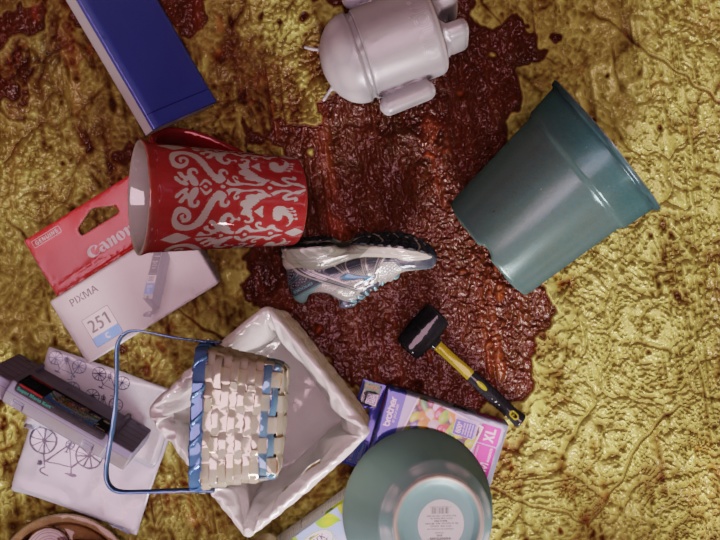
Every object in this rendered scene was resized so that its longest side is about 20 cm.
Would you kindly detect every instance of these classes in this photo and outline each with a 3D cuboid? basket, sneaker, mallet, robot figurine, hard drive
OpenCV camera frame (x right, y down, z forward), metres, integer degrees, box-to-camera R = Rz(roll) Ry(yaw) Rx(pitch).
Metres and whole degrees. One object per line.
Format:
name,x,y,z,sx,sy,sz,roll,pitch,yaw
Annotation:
basket,-0.116,0.176,1.422,0.198,0.161,0.201,-40,88,2
sneaker,0.000,0.000,1.474,0.196,0.078,0.088,-2,106,6
basket,-0.179,0.162,1.277,0.196,0.139,0.180,6,87,-4
mallet,0.142,0.122,1.499,0.199,0.041,0.066,35,90,-8
robot figurine,0.033,-0.277,1.426,0.197,0.113,0.172,-21,74,0
hard drive,-0.269,-0.274,1.416,0.025,0.132,0.202,-27,96,36

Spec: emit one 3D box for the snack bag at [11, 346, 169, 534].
snack bag,-0.345,0.222,1.499,0.186,0.021,0.203,20,93,-3

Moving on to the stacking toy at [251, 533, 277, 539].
stacking toy,-0.078,0.423,1.429,0.085,0.085,0.201,-39,99,2

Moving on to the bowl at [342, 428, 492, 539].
bowl,0.082,0.300,1.417,0.197,0.105,0.205,1,87,-11

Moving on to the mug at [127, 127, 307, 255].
mug,-0.175,-0.107,1.411,0.196,0.133,0.181,0,73,-22

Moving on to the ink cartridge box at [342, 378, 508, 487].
ink cartridge box,0.081,0.225,1.501,0.197,0.042,0.121,17,93,-1

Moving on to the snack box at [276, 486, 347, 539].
snack box,-0.026,0.391,1.495,0.198,0.068,0.170,-34,94,0

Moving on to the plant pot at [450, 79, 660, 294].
plant pot,0.227,-0.089,1.413,0.196,0.200,0.201,-41,94,9

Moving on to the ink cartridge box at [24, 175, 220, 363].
ink cartridge box,-0.305,-0.011,1.472,0.198,0.045,0.178,-31,95,1

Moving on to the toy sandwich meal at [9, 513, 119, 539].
toy sandwich meal,-0.376,0.411,1.486,0.201,0.070,0.210,0,94,-1

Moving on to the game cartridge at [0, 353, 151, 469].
game cartridge,-0.356,0.169,1.420,0.198,0.130,0.039,30,90,-3
